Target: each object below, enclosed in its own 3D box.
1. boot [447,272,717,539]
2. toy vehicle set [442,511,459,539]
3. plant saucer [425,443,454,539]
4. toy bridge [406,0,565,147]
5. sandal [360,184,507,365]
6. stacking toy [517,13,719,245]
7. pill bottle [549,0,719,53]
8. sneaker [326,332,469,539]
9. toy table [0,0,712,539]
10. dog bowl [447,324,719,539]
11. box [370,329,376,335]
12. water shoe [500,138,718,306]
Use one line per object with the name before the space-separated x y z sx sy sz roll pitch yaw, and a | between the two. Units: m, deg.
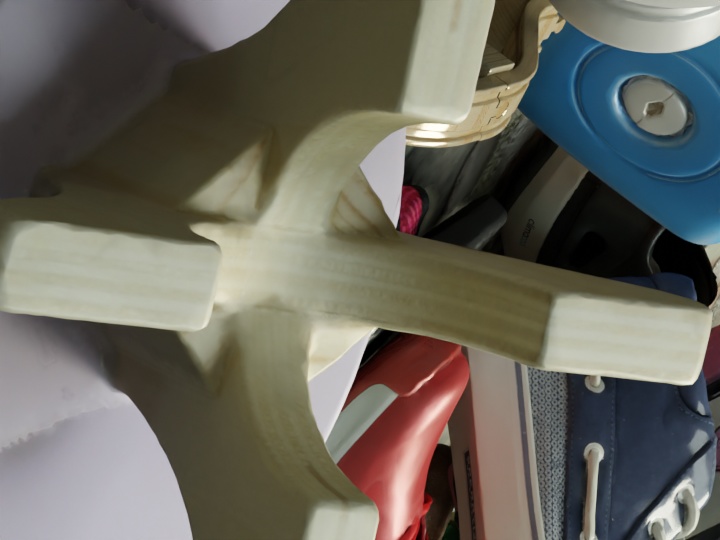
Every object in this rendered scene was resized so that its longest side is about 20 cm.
boot | 0.082 0.097 0.913 0.073 0.090 0.201 144 -58 -79
toy vehicle set | 0.016 0.190 1.148 0.200 0.124 0.027 -44 119 -25
plant saucer | -0.036 0.142 1.058 0.200 0.037 0.201 -46 160 -23
toy bridge | 0.015 -0.065 0.773 0.200 0.067 0.027 -18 141 -58
sandal | 0.000 0.000 0.865 0.075 0.045 0.200 -46 176 17
stacking toy | 0.146 -0.119 0.958 0.200 0.110 0.116 -54 -176 -37
pill bottle | 0.095 -0.150 0.743 0.111 0.111 0.200 -43 158 -28
sneaker | 0.015 0.114 0.883 0.078 0.115 0.200 -40 164 -49
toy table | -0.024 -0.006 0.598 0.183 0.117 0.201 -6 104 -32
dog bowl | 0.123 0.074 1.042 0.200 0.074 0.200 -26 174 -3
box | -0.081 0.050 0.727 0.200 0.050 0.075 -49 118 -14
water shoe | 0.105 0.011 1.092 0.072 0.079 0.200 -50 161 -8
